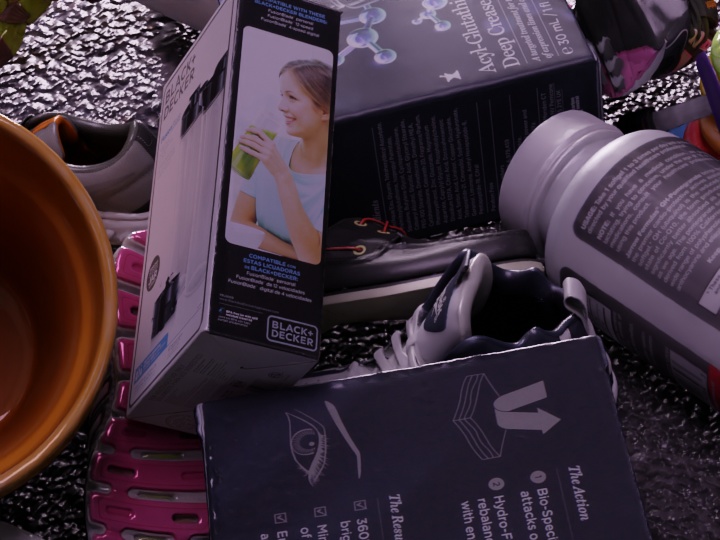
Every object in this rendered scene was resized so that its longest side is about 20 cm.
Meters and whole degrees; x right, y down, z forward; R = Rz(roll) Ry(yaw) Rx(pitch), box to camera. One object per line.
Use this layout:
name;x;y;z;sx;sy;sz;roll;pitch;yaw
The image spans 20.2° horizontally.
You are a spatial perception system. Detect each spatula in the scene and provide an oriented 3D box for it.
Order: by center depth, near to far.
spatula;0.175;-0.087;1.130;0.020;0.057;0.200;-20;3;-11

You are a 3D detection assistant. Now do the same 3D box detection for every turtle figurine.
turtle figurine;-0.200;-0.198;1.339;0.161;0.200;0.064;-41;83;-2

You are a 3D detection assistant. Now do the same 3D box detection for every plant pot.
plant pot;-0.223;0.029;1.024;0.199;0.183;0.201;1;80;-7

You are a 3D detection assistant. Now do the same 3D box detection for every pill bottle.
pill bottle;0.169;-0.007;1.070;0.111;0.111;0.200;-34;49;-24

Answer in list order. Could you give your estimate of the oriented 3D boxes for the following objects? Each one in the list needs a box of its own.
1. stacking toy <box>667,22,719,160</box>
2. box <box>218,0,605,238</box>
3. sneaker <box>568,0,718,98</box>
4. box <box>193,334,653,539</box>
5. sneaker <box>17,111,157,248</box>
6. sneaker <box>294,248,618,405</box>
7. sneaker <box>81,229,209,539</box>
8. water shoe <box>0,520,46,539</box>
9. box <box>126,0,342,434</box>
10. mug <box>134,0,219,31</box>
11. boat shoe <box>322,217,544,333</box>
stacking toy;0.230;-0.119;1.112;0.109;0.200;0.116;-14;42;-4
box;0.029;-0.106;1.203;0.199;0.107;0.149;-14;44;-4
sneaker;0.169;-0.148;1.174;0.086;0.081;0.200;-17;5;-3
box;0.036;0.151;0.923;0.199;0.118;0.197;-10;44;1
sneaker;-0.207;-0.062;1.220;0.199;0.079;0.074;-2;45;10
sneaker;0.030;0.042;1.029;0.198;0.130;0.080;0;42;9
sneaker;-0.113;0.084;1.059;0.073;0.087;0.201;5;64;-17
water shoe;-0.163;0.174;0.968;0.199;0.072;0.079;13;50;23
box;-0.063;-0.029;1.015;0.060;0.117;0.201;15;61;-20
mug;-0.063;-0.217;1.292;0.153;0.187;0.149;36;64;29
boat shoe;-0.001;-0.001;1.096;0.201;0.074;0.063;-10;74;17
